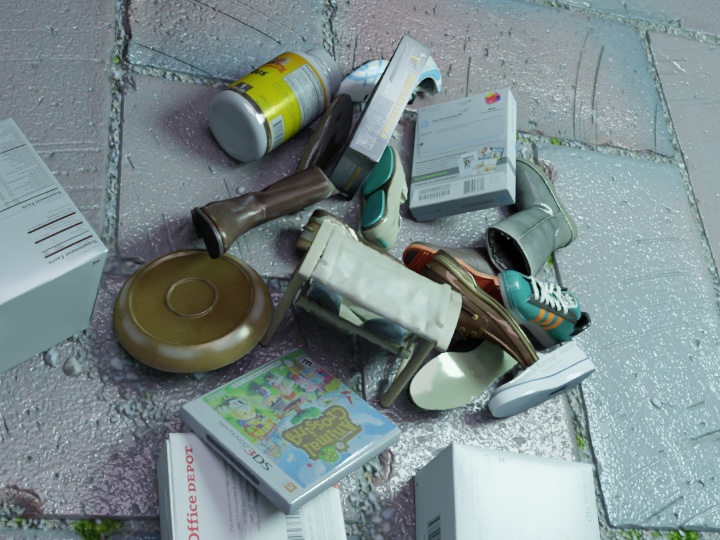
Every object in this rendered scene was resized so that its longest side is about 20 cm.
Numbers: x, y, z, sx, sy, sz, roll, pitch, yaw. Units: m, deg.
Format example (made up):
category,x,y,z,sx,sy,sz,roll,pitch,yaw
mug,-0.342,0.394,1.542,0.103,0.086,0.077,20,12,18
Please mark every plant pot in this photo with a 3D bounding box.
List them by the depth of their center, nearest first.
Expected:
category,x,y,z,sx,sy,sz,roll,pitch,yaw
plant pot,-0.210,0.040,1.242,0.198,0.028,0.201,2,48,-2

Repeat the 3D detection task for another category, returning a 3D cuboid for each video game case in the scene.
category,x,y,z,sx,sy,sz,roll,pitch,yaw
video game case,-0.079,0.179,1.164,0.182,0.022,0.199,36,36,26

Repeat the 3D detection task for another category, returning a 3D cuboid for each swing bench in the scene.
category,x,y,z,sx,sy,sz,roll,pitch,yaw
swing bench,0.005,0.046,1.266,0.198,0.200,0.130,29,54,-5

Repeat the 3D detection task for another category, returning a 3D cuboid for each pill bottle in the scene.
category,x,y,z,sx,sy,sz,roll,pitch,yaw
pill bottle,-0.119,-0.248,1.448,0.109,0.109,0.200,45,53,7

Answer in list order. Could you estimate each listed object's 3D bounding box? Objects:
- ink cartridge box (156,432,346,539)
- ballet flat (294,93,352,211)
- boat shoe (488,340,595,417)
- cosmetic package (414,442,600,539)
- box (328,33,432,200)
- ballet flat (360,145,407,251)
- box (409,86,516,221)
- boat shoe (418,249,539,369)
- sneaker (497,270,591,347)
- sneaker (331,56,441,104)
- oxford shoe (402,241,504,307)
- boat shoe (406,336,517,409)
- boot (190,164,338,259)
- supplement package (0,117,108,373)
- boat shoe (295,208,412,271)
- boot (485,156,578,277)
category,x,y,z,sx,sy,sz,roll,pitch,yaw
ink cartridge box,-0.129,0.268,1.146,0.198,0.083,0.148,3,58,-22
ballet flat,-0.063,-0.174,1.447,0.046,0.067,0.201,11,67,29
boat shoe,0.243,0.149,1.396,0.199,0.074,0.066,-13,61,-40
cosmetic package,0.181,0.336,1.217,0.199,0.123,0.201,12,57,-18
box,0.025,-0.217,1.433,0.048,0.158,0.201,27,69,-6
ballet flat,0.037,-0.102,1.456,0.069,0.070,0.201,22,43,-10
box,0.156,-0.177,1.510,0.155,0.041,0.201,-10,54,23
boat shoe,0.155,0.062,1.337,0.068,0.072,0.200,-44,75,-1
sneaker,0.258,0.043,1.391,0.200,0.080,0.072,36,37,-50
sneaker,0.044,-0.293,1.573,0.199,0.072,0.073,-17,76,-27
oxford shoe,0.149,-0.003,1.449,0.199,0.071,0.073,23,44,-19
boat shoe,0.140,0.136,1.359,0.201,0.063,0.074,-27,90,-30
boot,-0.115,-0.083,1.292,0.199,0.186,0.065,-18,109,-11
supplement package,-0.413,-0.021,1.132,0.147,0.191,0.200,-31,75,-34
boat shoe,0.000,0.000,1.386,0.199,0.072,0.076,34,79,-2
boot,0.235,-0.078,1.497,0.182,0.073,0.200,51,42,11
